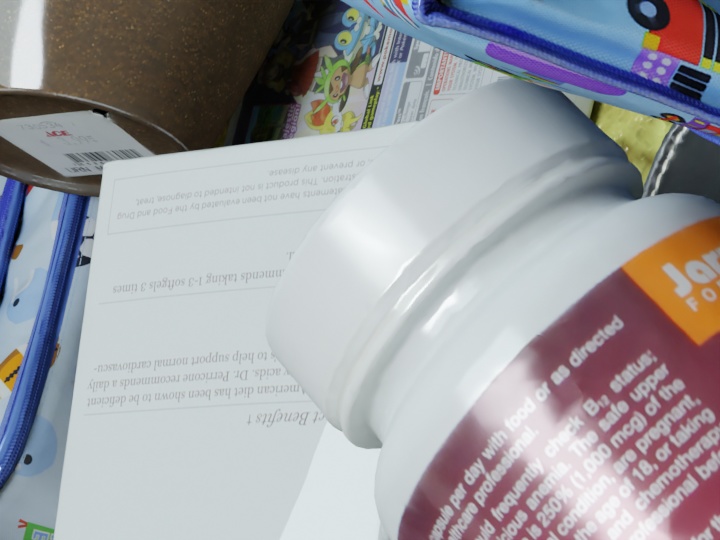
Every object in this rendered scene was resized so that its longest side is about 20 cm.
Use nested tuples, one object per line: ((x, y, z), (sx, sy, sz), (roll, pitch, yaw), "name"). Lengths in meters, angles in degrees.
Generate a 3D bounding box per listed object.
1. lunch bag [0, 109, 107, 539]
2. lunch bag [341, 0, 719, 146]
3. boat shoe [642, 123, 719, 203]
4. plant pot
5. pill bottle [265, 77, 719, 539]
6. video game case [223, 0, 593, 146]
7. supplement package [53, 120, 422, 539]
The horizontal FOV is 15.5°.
((-0.132, 0.025, 0.992), (0.160, 0.075, 0.200), (-28, 43, 45), "lunch bag")
((0.100, -0.062, 0.605), (0.094, 0.200, 0.151), (-63, 15, 4), "lunch bag")
((0.085, 0.038, 0.724), (0.074, 0.060, 0.200), (-2, 71, 53), "boat shoe")
((-0.085, -0.134, 0.929), (0.187, 0.187, 0.200), (-15, 61, 49), "plant pot")
((0.076, 0.055, 0.613), (0.200, 0.114, 0.114), (47, 114, 20), "pill bottle")
((0.000, 0.000, 0.892), (0.182, 0.023, 0.200), (2, 75, 53), "video game case")
((-0.007, 0.074, 0.750), (0.117, 0.117, 0.200), (-4, 71, 33), "supplement package")
